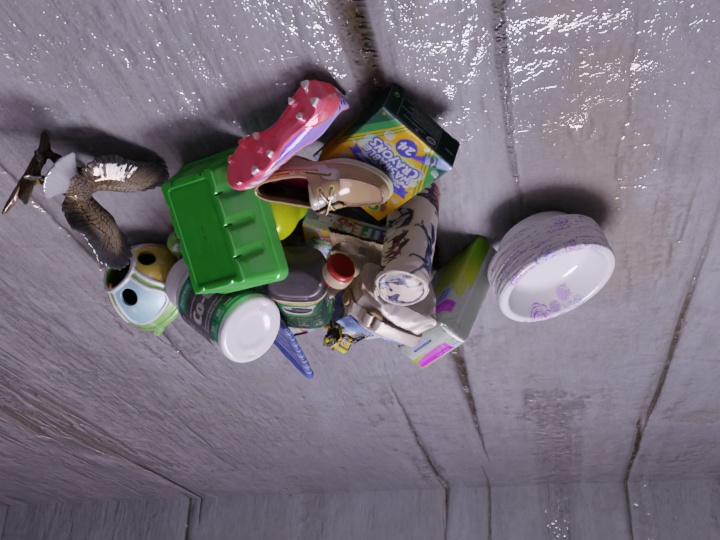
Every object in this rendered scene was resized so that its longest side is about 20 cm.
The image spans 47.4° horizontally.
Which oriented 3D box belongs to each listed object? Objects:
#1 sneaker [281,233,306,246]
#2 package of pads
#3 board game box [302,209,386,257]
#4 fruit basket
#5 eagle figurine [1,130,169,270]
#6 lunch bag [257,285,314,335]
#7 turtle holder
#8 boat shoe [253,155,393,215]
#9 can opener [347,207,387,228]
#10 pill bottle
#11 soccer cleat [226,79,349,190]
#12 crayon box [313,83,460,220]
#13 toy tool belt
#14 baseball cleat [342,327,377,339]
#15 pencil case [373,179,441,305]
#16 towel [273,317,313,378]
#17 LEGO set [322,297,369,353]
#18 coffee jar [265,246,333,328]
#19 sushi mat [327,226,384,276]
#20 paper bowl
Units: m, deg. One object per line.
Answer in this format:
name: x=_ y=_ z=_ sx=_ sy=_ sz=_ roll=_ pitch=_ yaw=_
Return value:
sneaker: x=-0.152 y=-0.040 z=1.358 sx=0.086 sy=0.077 sz=0.200 roll=-12 pitch=150 yaw=23
package of pads: x=0.153 y=0.058 z=1.405 sx=0.068 sy=0.202 sz=0.154 roll=36 pitch=145 yaw=-7
board game box: x=0.009 y=-0.025 z=1.314 sx=0.196 sy=0.035 sz=0.135 roll=15 pitch=152 yaw=12
fruit basket: x=-0.172 y=-0.078 z=1.210 sx=0.152 sy=0.220 sz=0.215 roll=-13 pitch=150 yaw=25
eagle figurine: x=-0.383 y=-0.112 z=1.181 sx=0.198 sy=0.153 sz=0.151 roll=29 pitch=133 yaw=-26
lunch bag: x=-0.177 y=0.065 z=1.559 sx=0.157 sy=0.079 sz=0.200 roll=-12 pitch=149 yaw=22
turtle holder: x=-0.353 y=0.020 z=1.407 sx=0.183 sy=0.144 sz=0.131 roll=-13 pitch=150 yaw=35
boat shoe: x=-0.053 y=-0.109 z=1.116 sx=0.195 sy=0.067 sz=0.075 roll=8 pitch=140 yaw=20
can opener: x=0.036 y=-0.078 z=1.299 sx=0.052 sy=0.068 sz=0.199 roll=-17 pitch=143 yaw=34
pill bottle: x=-0.226 y=0.055 z=1.317 sx=0.198 sy=0.115 sz=0.113 roll=29 pitch=177 yaw=43
soccer cleat: x=-0.098 y=-0.170 z=1.080 sx=0.199 sy=0.068 sz=0.076 roll=-41 pitch=151 yaw=27
crayon box: x=0.025 y=-0.149 z=1.127 sx=0.125 sy=0.052 sz=0.199 roll=37 pitch=141 yaw=-18
toy tool belt: x=0.012 y=0.053 z=1.251 sx=0.197 sy=0.127 sz=0.123 roll=21 pitch=138 yaw=-21
baseball cleat: x=0.044 y=0.091 z=1.632 sx=0.197 sy=0.072 sz=0.105 roll=-12 pitch=158 yaw=43
pencil case: x=0.067 y=-0.049 z=1.197 sx=0.088 sy=0.204 sz=0.078 roll=-8 pitch=143 yaw=25
towel: x=-0.149 y=0.104 z=1.429 sx=0.024 sy=0.144 sz=0.201 roll=-40 pitch=150 yaw=-13
LEGO set: x=-0.014 y=0.048 z=1.446 sx=0.197 sy=0.157 sz=0.115 roll=-19 pitch=148 yaw=28
coffee jar: x=-0.097 y=0.029 z=1.332 sx=0.102 sy=0.087 sz=0.201 roll=2 pitch=161 yaw=1
sushi mat: x=0.000 y=0.000 z=1.313 sx=0.094 sy=0.012 sz=0.201 roll=14 pitch=151 yaw=13
paper bowl: x=0.301 y=-0.015 z=1.327 sx=0.196 sy=0.106 sz=0.203 roll=-13 pitch=143 yaw=-10
